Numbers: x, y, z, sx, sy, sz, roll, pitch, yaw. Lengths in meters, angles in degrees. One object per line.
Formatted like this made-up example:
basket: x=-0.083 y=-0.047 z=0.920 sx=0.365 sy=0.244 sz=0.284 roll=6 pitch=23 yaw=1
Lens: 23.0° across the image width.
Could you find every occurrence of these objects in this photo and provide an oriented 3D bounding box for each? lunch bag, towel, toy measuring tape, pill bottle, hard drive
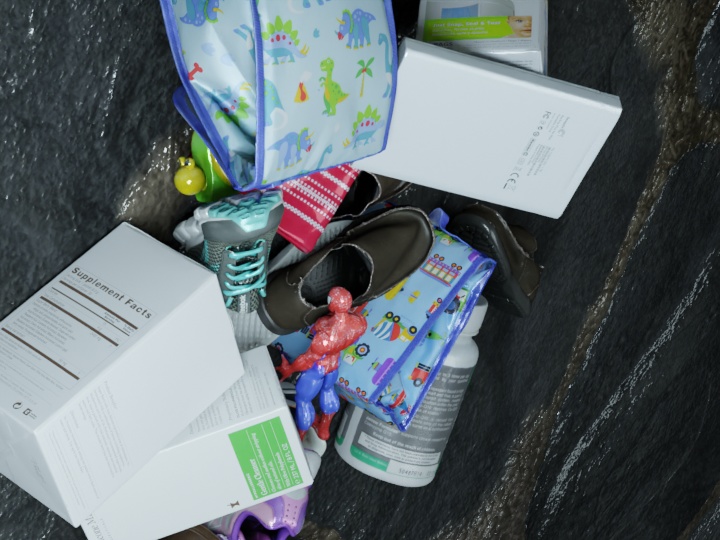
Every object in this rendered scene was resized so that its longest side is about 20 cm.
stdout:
lunch bag: x=-0.059 y=-0.175 z=1.410 sx=0.169 sy=0.127 sz=0.202 roll=-20 pitch=97 yaw=-46
towel: x=-0.047 y=-0.132 z=1.535 sx=0.144 sy=0.022 sz=0.201 roll=35 pitch=82 yaw=-27
lunch bag: x=0.022 y=0.023 z=1.677 sx=0.201 sy=0.150 sz=0.094 roll=-57 pitch=151 yaw=-9
toy measuring tape: x=-0.076 y=-0.119 z=1.476 sx=0.199 sy=0.073 sz=0.074 roll=-30 pitch=135 yaw=-30
pill bottle: x=0.055 y=0.110 z=1.819 sx=0.113 sy=0.113 sz=0.201 roll=0 pitch=114 yaw=-53
hard drive: x=0.106 y=-0.119 z=1.512 sx=0.198 sy=0.026 sz=0.132 roll=13 pitch=131 yaw=-17

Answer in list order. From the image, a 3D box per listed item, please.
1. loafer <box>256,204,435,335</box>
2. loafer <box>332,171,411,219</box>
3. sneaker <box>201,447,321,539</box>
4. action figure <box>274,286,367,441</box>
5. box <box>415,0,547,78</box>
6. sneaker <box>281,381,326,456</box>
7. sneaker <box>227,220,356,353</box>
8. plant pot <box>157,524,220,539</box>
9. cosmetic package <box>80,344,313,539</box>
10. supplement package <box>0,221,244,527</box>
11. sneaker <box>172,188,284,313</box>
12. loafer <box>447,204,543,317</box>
loafer: x=0.000 y=0.000 z=1.579 sx=0.199 sy=0.071 sz=0.073 roll=-33 pitch=101 yaw=-32
loafer: x=-0.004 y=-0.077 z=1.645 sx=0.199 sy=0.071 sz=0.074 roll=-23 pitch=131 yaw=-44
sneaker: x=-0.111 y=0.229 z=1.624 sx=0.080 sy=0.200 sz=0.089 roll=17 pitch=57 yaw=-31
action figure: x=-0.036 y=0.085 z=1.561 sx=0.065 sy=0.052 sz=0.201 roll=-24 pitch=151 yaw=-33
box: x=0.112 y=-0.217 z=1.587 sx=0.201 sy=0.111 sz=0.102 roll=-82 pitch=167 yaw=-45
sneaker: x=-0.104 y=0.150 z=1.651 sx=0.199 sy=0.079 sz=0.079 roll=-2 pitch=133 yaw=-52
sneaker: x=-0.070 y=0.014 z=1.624 sx=0.199 sy=0.082 sz=0.074 roll=-30 pitch=99 yaw=-31
plant pot: x=-0.200 y=0.358 z=1.595 sx=0.197 sy=0.200 sz=0.201 roll=-26 pitch=133 yaw=-31
cosmetic package: x=-0.153 y=0.155 z=1.511 sx=0.199 sy=0.085 sz=0.108 roll=-21 pitch=133 yaw=-3
supplement package: x=-0.211 y=0.081 z=1.430 sx=0.200 sy=0.119 sz=0.122 roll=-42 pitch=141 yaw=-28
sneaker: x=-0.097 y=-0.012 z=1.439 sx=0.077 sy=0.200 sz=0.092 roll=-15 pitch=87 yaw=-14
loafer: x=0.146 y=-0.023 z=1.887 sx=0.072 sy=0.073 sz=0.200 roll=-61 pitch=154 yaw=-16
